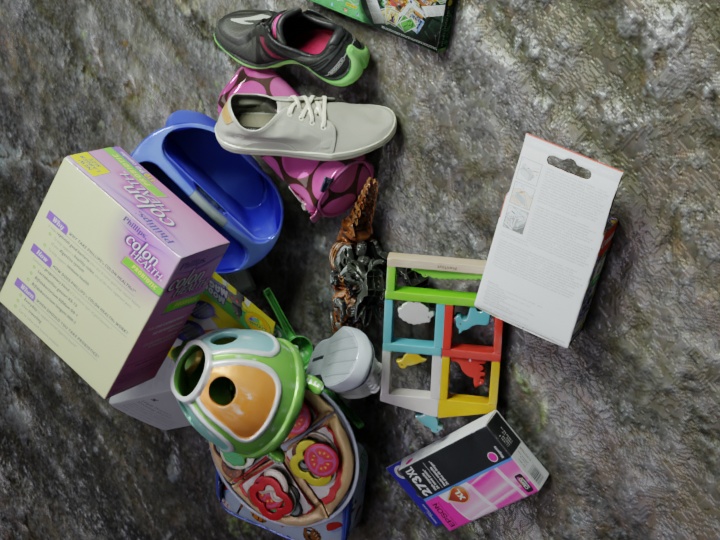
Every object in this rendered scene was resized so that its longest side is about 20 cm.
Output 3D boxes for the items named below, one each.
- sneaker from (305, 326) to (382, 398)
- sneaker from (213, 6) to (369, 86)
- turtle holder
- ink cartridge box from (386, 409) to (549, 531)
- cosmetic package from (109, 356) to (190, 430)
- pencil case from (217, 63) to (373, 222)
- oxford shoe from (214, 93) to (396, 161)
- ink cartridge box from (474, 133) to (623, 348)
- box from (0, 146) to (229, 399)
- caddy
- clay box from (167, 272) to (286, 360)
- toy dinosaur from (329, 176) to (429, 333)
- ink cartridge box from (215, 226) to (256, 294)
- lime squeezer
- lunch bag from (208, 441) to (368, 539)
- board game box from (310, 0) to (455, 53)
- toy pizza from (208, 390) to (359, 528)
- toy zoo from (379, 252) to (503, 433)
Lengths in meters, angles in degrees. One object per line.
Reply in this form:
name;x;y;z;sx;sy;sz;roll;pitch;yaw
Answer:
sneaker;-0.005;0.106;1.570;0.200;0.070;0.074;171;118;-77
sneaker;-0.080;-0.264;1.559;0.199;0.077;0.084;15;157;30
turtle holder;-0.139;0.118;1.561;0.141;0.131;0.186;-50;35;25
ink cartridge box;0.112;0.233;1.581;0.095;0.037;0.200;50;136;-6
cosmetic package;-0.224;0.148;1.822;0.199;0.101;0.075;-15;54;46
pencil case;-0.080;-0.147;1.598;0.094;0.091;0.200;-47;64;5
oxford shoe;-0.058;-0.161;1.523;0.058;0.198;0.076;95;173;-49
ink cartridge box;0.192;-0.034;1.404;0.108;0.050;0.201;24;120;19
box;-0.270;0.001;1.532;0.176;0.097;0.201;39;117;16
caddy;-0.179;-0.088;1.612;0.141;0.105;0.200;-43;117;8
clay box;-0.190;0.058;1.649;0.114;0.048;0.200;-28;125;30
toy dinosaur;0.000;0.000;1.586;0.136;0.102;0.201;36;150;49
ink cartridge box;-0.249;-0.003;1.735;0.083;0.199;0.147;86;159;-86
lime squeezer;-0.057;0.110;1.702;0.201;0.038;0.071;55;149;9
lunch bag;-0.091;0.247;1.727;0.199;0.076;0.161;17;126;18
board game box;0.019;-0.313;1.502;0.199;0.023;0.105;29;124;32
toy pizza;-0.095;0.214;1.652;0.199;0.032;0.202;8;110;22
toy zoo;0.089;0.082;1.529;0.130;0.020;0.202;5;111;7
